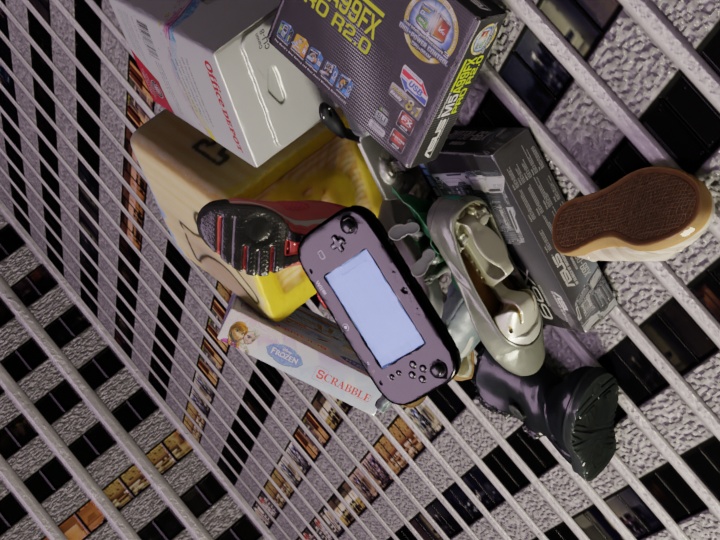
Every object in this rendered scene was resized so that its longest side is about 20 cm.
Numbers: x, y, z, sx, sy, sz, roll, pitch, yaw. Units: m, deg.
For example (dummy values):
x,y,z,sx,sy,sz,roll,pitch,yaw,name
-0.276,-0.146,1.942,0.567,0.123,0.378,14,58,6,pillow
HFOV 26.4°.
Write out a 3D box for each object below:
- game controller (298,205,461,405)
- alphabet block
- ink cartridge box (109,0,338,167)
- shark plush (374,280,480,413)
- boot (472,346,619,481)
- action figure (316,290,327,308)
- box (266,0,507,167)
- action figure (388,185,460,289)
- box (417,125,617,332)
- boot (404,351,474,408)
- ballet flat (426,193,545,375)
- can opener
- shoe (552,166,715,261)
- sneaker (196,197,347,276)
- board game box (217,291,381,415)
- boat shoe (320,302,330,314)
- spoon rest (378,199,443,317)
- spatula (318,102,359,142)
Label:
x,y,z,sx,sy,sz,roll,pitch,yaw,name
0.018,0.036,1.526,0.104,0.042,0.201,-32,89,28,game controller
-0.109,-0.099,1.736,0.199,0.196,0.196,34,156,40,alphabet block
-0.126,-0.228,1.538,0.199,0.144,0.146,35,154,42,ink cartridge box
0.079,0.065,1.636,0.091,0.199,0.083,57,-165,14,shark plush
0.189,0.126,1.628,0.168,0.076,0.201,37,162,28,boot
0.000,0.000,1.653,0.065,0.200,0.052,-21,99,27,action figure
0.018,-0.215,1.358,0.200,0.044,0.161,44,129,22,box
0.073,-0.030,1.561,0.119,0.054,0.200,61,-168,4,action figure
0.146,-0.042,1.472,0.201,0.050,0.157,60,160,-20,box
0.076,0.110,1.881,0.199,0.066,0.176,12,136,60,boot
0.129,0.017,1.440,0.063,0.067,0.201,-2,123,59,ballet flat
0.001,-0.159,1.511,0.067,0.053,0.201,22,144,56,can opener
0.234,-0.043,1.276,0.053,0.071,0.199,13,171,-25,shoe
-0.074,-0.039,1.597,0.087,0.198,0.075,-110,30,-68,sneaker
-0.065,0.084,1.790,0.198,0.041,0.200,27,-171,-5,board game box
0.006,0.011,1.866,0.199,0.075,0.069,-3,120,57,boat shoe
0.055,0.000,1.618,0.060,0.202,0.099,-17,144,25,spoon rest
-0.008,-0.139,1.559,0.200,0.020,0.057,20,-118,-70,spatula
